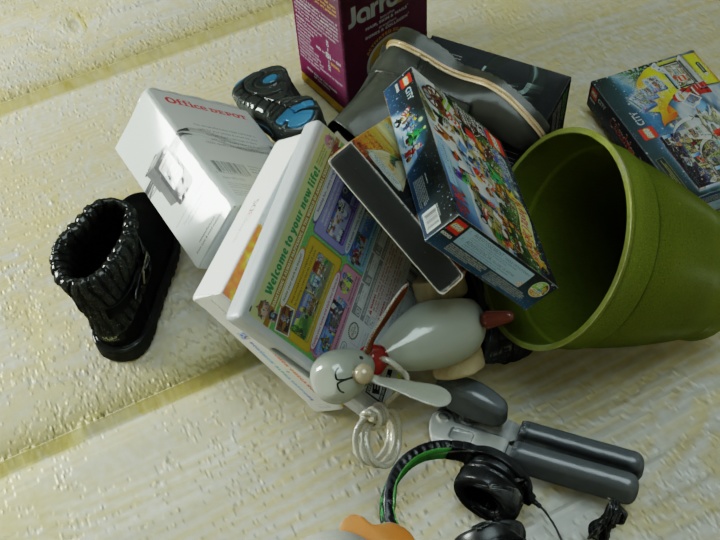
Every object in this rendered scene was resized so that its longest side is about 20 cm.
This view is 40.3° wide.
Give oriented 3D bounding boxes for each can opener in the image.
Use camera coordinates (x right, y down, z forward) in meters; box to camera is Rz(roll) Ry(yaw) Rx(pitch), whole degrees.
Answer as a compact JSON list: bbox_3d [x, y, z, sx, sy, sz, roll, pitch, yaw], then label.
[{"bbox_3d":[0.155,0.155,0.884,0.199,0.067,0.053,18,44,16],"label":"can opener"}]

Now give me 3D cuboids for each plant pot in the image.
[{"bbox_3d":[0.250,-0.013,0.912,0.192,0.200,0.201,11,48,-28],"label":"plant pot"}]

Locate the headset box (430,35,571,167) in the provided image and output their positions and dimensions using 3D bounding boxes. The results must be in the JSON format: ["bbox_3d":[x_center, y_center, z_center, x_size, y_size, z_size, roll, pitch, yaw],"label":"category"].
[{"bbox_3d":[0.121,-0.156,1.094,0.174,0.093,0.200,20,57,18],"label":"headset box"}]

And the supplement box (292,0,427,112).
[{"bbox_3d":[0.001,-0.299,1.140,0.131,0.200,0.103,-34,59,-19],"label":"supplement box"}]

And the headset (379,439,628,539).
[{"bbox_3d":[0.118,0.205,0.830,0.199,0.094,0.124,11,54,-6],"label":"headset"}]

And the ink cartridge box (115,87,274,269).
[{"bbox_3d":[-0.144,-0.093,1.030,0.145,0.084,0.200,5,37,-48],"label":"ink cartridge box"}]

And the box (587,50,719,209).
[{"bbox_3d":[0.365,-0.155,1.104,0.136,0.038,0.200,-18,55,-10],"label":"box"}]

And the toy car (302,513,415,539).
[{"bbox_3d":[-0.026,0.272,0.721,0.200,0.185,0.177,-38,60,-14],"label":"toy car"}]

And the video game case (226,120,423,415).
[{"bbox_3d":[-0.014,0.002,0.851,0.022,0.182,0.201,-10,51,43],"label":"video game case"}]

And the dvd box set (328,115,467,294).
[{"bbox_3d":[0.050,-0.068,0.881,0.029,0.200,0.146,-39,93,20],"label":"dvd box set"}]

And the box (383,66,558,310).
[{"bbox_3d":[0.094,-0.075,0.863,0.038,0.136,0.200,-38,41,26],"label":"box"}]

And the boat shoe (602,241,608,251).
[{"bbox_3d":[0.231,-0.043,1.025,0.199,0.072,0.076,-25,68,-15],"label":"boat shoe"}]

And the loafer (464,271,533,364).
[{"bbox_3d":[0.106,0.007,0.988,0.070,0.068,0.201,-11,56,-26],"label":"loafer"}]

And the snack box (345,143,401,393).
[{"bbox_3d":[0.000,0.000,0.922,0.053,0.142,0.201,-9,51,40],"label":"snack box"}]

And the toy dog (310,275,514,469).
[{"bbox_3d":[0.057,0.065,0.827,0.096,0.132,0.200,-13,27,44],"label":"toy dog"}]

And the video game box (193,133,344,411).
[{"bbox_3d":[-0.049,0.002,0.942,0.047,0.182,0.200,-13,43,42],"label":"video game box"}]

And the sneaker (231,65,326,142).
[{"bbox_3d":[-0.092,-0.175,1.141,0.073,0.082,0.200,-29,38,-6],"label":"sneaker"}]

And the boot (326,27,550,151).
[{"bbox_3d":[0.078,-0.142,0.999,0.200,0.078,0.138,34,78,23],"label":"boot"}]

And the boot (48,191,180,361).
[{"bbox_3d":[-0.239,-0.030,0.982,0.079,0.158,0.212,-3,55,4],"label":"boot"}]
